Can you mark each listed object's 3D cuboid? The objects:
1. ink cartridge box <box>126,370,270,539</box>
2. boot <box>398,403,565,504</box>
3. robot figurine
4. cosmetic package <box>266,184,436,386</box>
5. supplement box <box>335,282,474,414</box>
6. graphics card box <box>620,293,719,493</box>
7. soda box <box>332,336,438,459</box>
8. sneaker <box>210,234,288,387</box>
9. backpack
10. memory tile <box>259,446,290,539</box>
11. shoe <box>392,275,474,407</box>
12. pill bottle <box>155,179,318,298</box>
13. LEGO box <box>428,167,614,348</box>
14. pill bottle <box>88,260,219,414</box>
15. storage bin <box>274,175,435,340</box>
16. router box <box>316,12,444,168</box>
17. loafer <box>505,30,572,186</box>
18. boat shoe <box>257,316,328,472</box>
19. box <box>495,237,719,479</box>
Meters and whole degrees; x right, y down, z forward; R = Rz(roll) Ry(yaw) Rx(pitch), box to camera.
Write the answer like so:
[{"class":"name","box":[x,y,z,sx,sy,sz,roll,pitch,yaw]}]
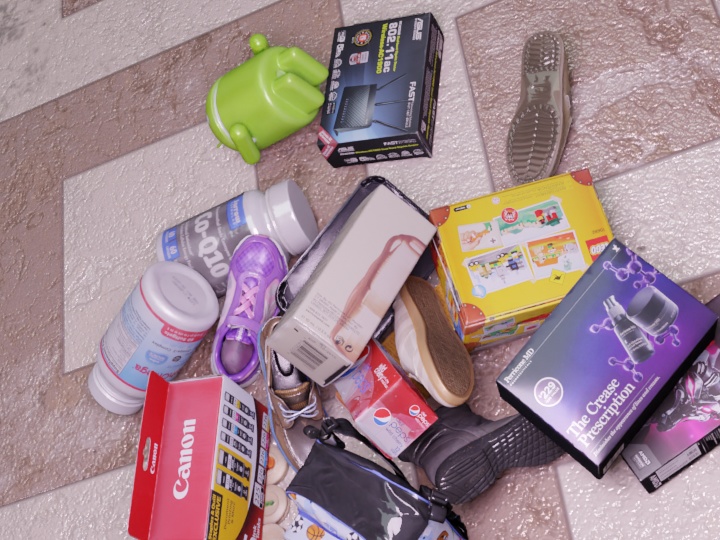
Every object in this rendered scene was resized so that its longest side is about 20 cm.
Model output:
[{"class":"ink cartridge box","box":[-0.183,0.234,1.446,0.083,0.176,0.203,-9,61,22]},{"class":"boot","box":[0.144,0.176,1.393,0.197,0.071,0.132,-20,23,-16]},{"class":"robot figurine","box":[-0.134,-0.235,1.710,0.199,0.115,0.178,-20,54,43]},{"class":"cosmetic package","box":[-0.009,0.017,1.377,0.087,0.103,0.201,36,62,-6]},{"class":"supplement box","box":[0.066,0.107,1.476,0.200,0.067,0.069,-48,54,-3]},{"class":"graphics card box","box":[0.352,0.130,1.330,0.199,0.051,0.126,-36,54,6]},{"class":"soda box","box":[0.018,0.130,1.345,0.070,0.064,0.200,-42,17,1]},{"class":"sneaker","box":[-0.142,0.056,1.551,0.079,0.088,0.203,14,96,2]},{"class":"backpack","box":[0.024,0.280,1.330,0.199,0.190,0.155,30,85,38]},{"class":"memory tile","box":[-0.176,0.303,1.524,0.197,0.017,0.155,-14,59,19]},{"class":"shoe","box":[0.076,0.087,1.384,0.054,0.069,0.201,-55,30,27]},{"class":"pill bottle","box":[-0.161,-0.037,1.637,0.198,0.114,0.115,-24,56,14]},{"class":"LEGO box","box":[0.190,-0.014,1.419,0.197,0.077,0.151,-14,67,-4]},{"class":"pill bottle","box":[-0.272,0.092,1.591,0.201,0.108,0.110,-52,47,31]},{"class":"storage bin","box":[0.000,0.000,1.511,0.135,0.094,0.201,39,85,-2]},{"class":"router box","box":[0.029,-0.245,1.683,0.148,0.062,0.203,-5,62,23]},{"class":"loafer","box":[0.233,-0.196,1.555,0.075,0.068,0.203,7,83,31]},{"class":"boat shoe","box":[-0.082,0.154,1.479,0.071,0.072,0.203,-19,84,-7]},{"class":"box","box":[0.258,0.092,1.296,0.141,0.079,0.201,38,82,23]}]
